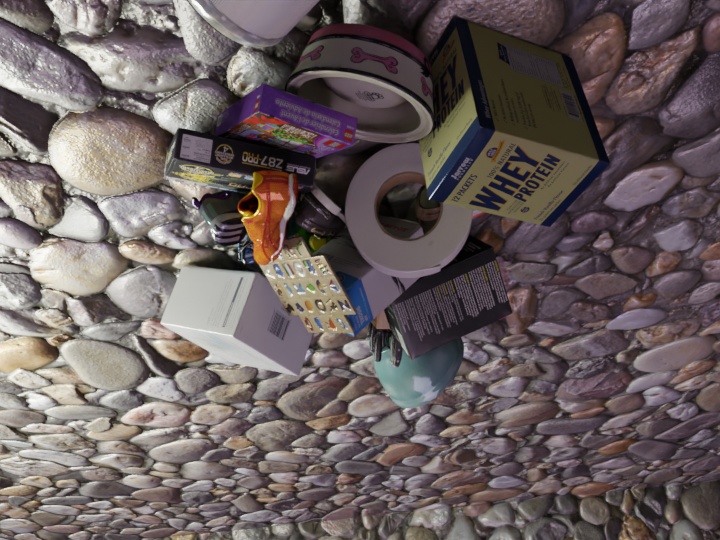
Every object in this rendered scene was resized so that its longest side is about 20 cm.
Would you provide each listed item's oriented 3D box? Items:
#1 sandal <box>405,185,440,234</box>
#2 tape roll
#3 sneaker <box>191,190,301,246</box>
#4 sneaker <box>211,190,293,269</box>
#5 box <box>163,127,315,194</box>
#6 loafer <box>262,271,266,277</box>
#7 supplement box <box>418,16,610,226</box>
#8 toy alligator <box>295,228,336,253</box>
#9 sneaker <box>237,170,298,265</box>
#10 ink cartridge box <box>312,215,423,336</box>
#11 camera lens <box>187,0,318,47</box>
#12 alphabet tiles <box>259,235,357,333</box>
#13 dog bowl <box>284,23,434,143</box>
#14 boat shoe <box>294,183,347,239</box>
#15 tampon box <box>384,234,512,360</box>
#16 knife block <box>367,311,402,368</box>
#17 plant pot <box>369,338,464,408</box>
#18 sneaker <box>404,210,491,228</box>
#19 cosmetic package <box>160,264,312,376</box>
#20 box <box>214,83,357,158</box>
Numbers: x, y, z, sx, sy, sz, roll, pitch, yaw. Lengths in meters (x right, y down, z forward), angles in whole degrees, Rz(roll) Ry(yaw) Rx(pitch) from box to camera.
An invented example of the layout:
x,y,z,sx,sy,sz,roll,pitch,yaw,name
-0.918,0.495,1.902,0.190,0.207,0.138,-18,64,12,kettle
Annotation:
x,y,z,sx,sy,sz,roll,pitch,yaw,name
0.122,-0.122,1.159,0.056,0.081,0.202,-2,141,-39,sandal
0.074,-0.091,1.085,0.196,0.209,0.037,-9,165,4,tape roll
-0.163,-0.097,1.102,0.198,0.088,0.075,-10,141,-53,sneaker
-0.177,-0.058,1.177,0.077,0.092,0.200,-8,146,31,sneaker
-0.179,-0.149,1.036,0.194,0.051,0.160,9,177,-21,box
-0.087,0.020,1.349,0.194,0.074,0.063,-4,154,-9,loafer
0.190,-0.194,0.953,0.194,0.205,0.135,10,143,-22,supplement box
-0.083,-0.072,1.231,0.055,0.059,0.201,-49,133,-11,toy alligator
-0.136,-0.077,1.006,0.075,0.075,0.202,7,146,-11,sneaker
0.000,0.000,1.168,0.143,0.199,0.086,16,136,46,ink cartridge box
-0.088,-0.342,0.720,0.158,0.164,0.198,25,136,-39,camera lens
-0.084,0.026,1.101,0.198,0.006,0.169,-5,119,54,alphabet tiles
0.005,-0.237,0.912,0.194,0.076,0.200,13,169,3,dog bowl
-0.062,-0.084,1.109,0.061,0.072,0.201,-47,173,1,boat shoe
0.140,0.040,1.260,0.195,0.150,0.129,-22,106,-5,tampon box
0.057,0.075,1.352,0.062,0.180,0.202,0,146,-11,knife block
0.101,0.165,1.502,0.198,0.203,0.134,-28,120,30,plant pot
0.161,-0.083,1.232,0.196,0.079,0.081,-24,149,26,sneaker
-0.221,0.093,1.320,0.196,0.126,0.199,6,157,36,cosmetic package
-0.106,-0.191,0.968,0.134,0.040,0.199,14,174,-27,box
